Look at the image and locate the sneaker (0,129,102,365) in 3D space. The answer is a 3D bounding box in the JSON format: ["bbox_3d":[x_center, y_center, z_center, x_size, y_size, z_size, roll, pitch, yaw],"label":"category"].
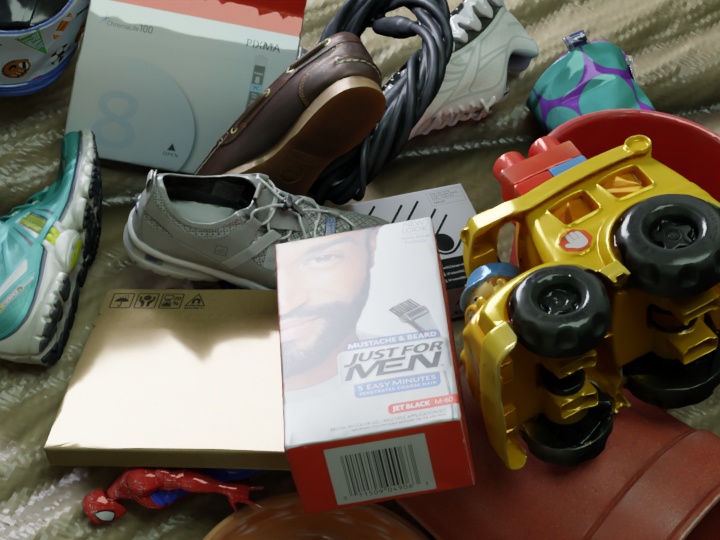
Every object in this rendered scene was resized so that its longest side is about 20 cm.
[{"bbox_3d":[-0.230,-0.025,1.507,0.080,0.078,0.200,11,52,4],"label":"sneaker"}]

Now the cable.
[{"bbox_3d":[0.007,-0.132,1.598,0.051,0.163,0.200,39,30,-34],"label":"cable"}]

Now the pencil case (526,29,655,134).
[{"bbox_3d":[0.216,-0.091,1.664,0.092,0.085,0.200,-32,66,-3],"label":"pencil case"}]

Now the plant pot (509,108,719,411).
[{"bbox_3d":[0.190,0.013,1.523,0.200,0.177,0.201,7,54,-9],"label":"plant pot"}]

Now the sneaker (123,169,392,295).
[{"bbox_3d":[-0.064,-0.027,1.488,0.200,0.082,0.075,5,52,-9],"label":"sneaker"}]

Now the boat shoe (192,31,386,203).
[{"bbox_3d":[-0.062,-0.091,1.542,0.070,0.200,0.070,29,31,-45],"label":"boat shoe"}]

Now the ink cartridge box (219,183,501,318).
[{"bbox_3d":[0.000,0.000,1.565,0.200,0.044,0.094,-12,57,-22],"label":"ink cartridge box"}]

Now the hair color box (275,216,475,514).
[{"bbox_3d":[0.006,0.057,1.358,0.111,0.064,0.200,-11,38,3],"label":"hair color box"}]

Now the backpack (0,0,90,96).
[{"bbox_3d":[-0.282,-0.220,1.586,0.200,0.154,0.191,10,45,2],"label":"backpack"}]

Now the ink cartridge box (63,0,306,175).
[{"bbox_3d":[-0.124,-0.165,1.556,0.160,0.200,0.047,11,34,-7],"label":"ink cartridge box"}]

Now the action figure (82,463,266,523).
[{"bbox_3d":[-0.088,0.133,1.420,0.200,0.065,0.052,-13,96,-5],"label":"action figure"}]

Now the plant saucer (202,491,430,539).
[{"bbox_3d":[-0.025,0.239,1.388,0.200,0.037,0.200,7,52,-10],"label":"plant saucer"}]

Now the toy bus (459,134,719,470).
[{"bbox_3d":[0.129,0.001,1.339,0.200,0.136,0.192,-27,51,-17],"label":"toy bus"}]

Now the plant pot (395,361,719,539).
[{"bbox_3d":[0.138,0.151,1.410,0.195,0.201,0.201,36,53,22],"label":"plant pot"}]

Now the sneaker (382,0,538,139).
[{"bbox_3d":[0.070,-0.146,1.678,0.081,0.075,0.200,45,59,-4],"label":"sneaker"}]

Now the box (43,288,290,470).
[{"bbox_3d":[-0.098,0.072,1.434,0.200,0.021,0.164,0,41,14],"label":"box"}]
